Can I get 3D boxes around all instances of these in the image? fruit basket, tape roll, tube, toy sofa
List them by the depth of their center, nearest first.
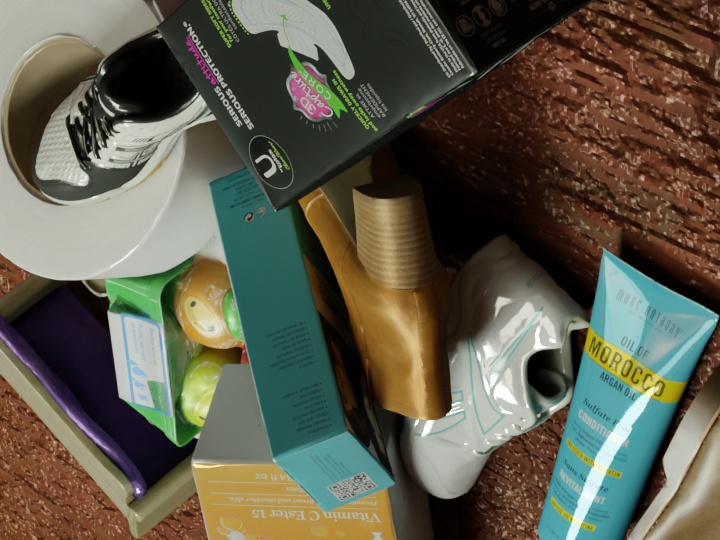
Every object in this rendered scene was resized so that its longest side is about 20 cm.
[{"bbox_3d":[0.148,0.083,1.234,0.077,0.050,0.200,29,130,22],"label":"tube"},{"bbox_3d":[-0.167,-0.095,1.374,0.202,0.071,0.203,1,92,34],"label":"tape roll"},{"bbox_3d":[-0.077,0.059,1.428,0.200,0.094,0.186,22,131,33],"label":"fruit basket"},{"bbox_3d":[-0.193,0.089,1.567,0.200,0.083,0.098,46,160,16],"label":"toy sofa"}]

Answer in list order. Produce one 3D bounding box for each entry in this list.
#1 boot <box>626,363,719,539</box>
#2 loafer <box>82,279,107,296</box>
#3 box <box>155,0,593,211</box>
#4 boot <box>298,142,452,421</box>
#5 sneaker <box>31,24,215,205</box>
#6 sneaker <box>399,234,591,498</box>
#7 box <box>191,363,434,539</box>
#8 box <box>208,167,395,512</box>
[{"bbox_3d":[0.196,0.144,1.203,0.075,0.074,0.200,32,134,16],"label":"boot"},{"bbox_3d":[-0.215,-0.065,1.513,0.076,0.068,0.201,-11,107,51],"label":"loafer"},{"bbox_3d":[0.018,-0.143,1.131,0.125,0.148,0.200,57,142,-2],"label":"box"},{"bbox_3d":[0.001,0.000,1.258,0.201,0.071,0.145,-134,35,-64],"label":"boot"},{"bbox_3d":[-0.137,-0.101,1.259,0.200,0.088,0.076,-32,77,31],"label":"sneaker"},{"bbox_3d":[0.079,0.076,1.282,0.080,0.070,0.201,36,137,22],"label":"sneaker"},{"bbox_3d":[-0.024,0.166,1.382,0.124,0.098,0.201,0,127,13],"label":"box"},{"bbox_3d":[-0.036,0.036,1.282,0.082,0.049,0.201,52,-162,-55],"label":"box"}]
